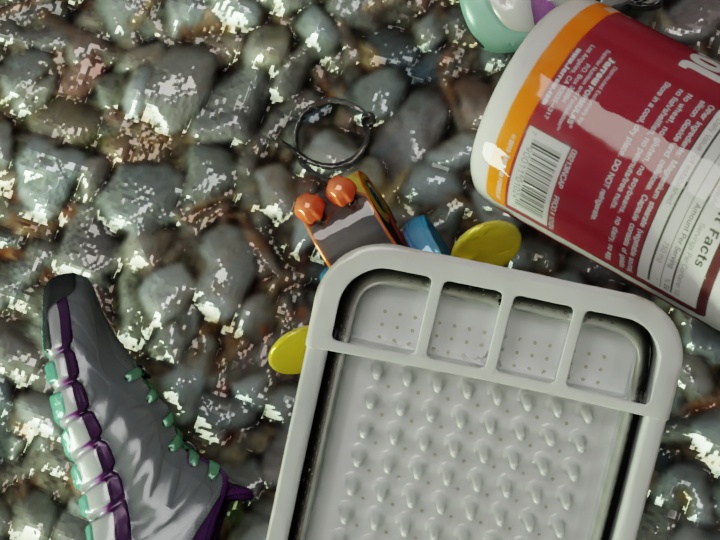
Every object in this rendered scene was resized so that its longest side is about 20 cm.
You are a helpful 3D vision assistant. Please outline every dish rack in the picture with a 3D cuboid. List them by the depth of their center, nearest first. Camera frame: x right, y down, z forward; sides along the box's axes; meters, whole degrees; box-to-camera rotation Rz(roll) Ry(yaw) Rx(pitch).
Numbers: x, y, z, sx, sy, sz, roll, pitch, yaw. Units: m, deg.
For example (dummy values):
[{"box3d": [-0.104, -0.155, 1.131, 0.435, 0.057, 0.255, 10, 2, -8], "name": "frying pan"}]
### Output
[{"box3d": [0.049, 0.090, 1.021, 0.171, 0.044, 0.200, 12, 103, -3], "name": "dish rack"}]

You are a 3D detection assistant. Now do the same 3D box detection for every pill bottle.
[{"box3d": [0.162, -0.039, 1.027, 0.200, 0.113, 0.113, 30, 87, 18], "name": "pill bottle"}]

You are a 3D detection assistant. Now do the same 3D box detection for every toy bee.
[{"box3d": [0.000, 0.000, 1.065, 0.200, 0.109, 0.131, 41, 92, 19], "name": "toy bee"}]

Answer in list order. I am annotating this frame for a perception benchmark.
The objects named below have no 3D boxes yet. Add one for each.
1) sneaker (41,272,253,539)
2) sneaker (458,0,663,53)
[{"box3d": [-0.104, 0.093, 1.102, 0.087, 0.074, 0.200, -14, 84, -2], "name": "sneaker"}, {"box3d": [0.109, -0.218, 1.105, 0.140, 0.078, 0.200, -11, 85, 11], "name": "sneaker"}]
